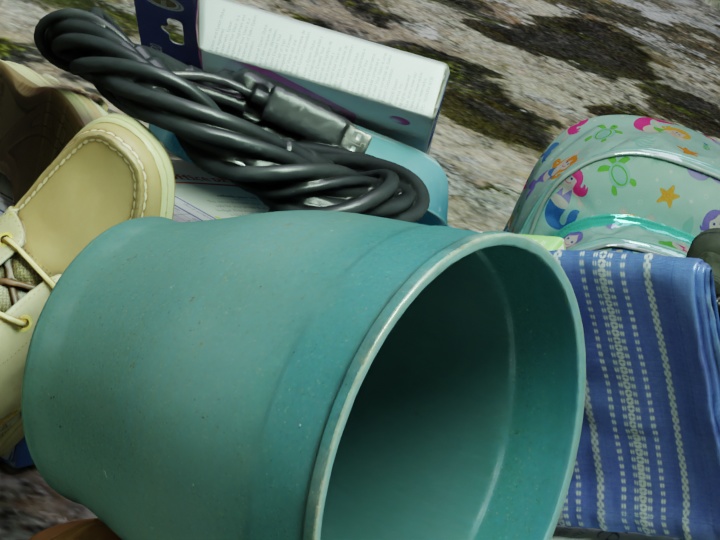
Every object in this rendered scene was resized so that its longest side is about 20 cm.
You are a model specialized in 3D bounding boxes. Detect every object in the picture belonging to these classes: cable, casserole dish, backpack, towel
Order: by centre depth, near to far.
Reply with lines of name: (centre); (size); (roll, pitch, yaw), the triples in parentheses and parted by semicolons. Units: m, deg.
towel: (0.076, 0.057, 1.088); (0.200, 0.145, 0.024); (2, 28, 30)
cable: (-0.066, -0.066, 1.148); (0.200, 0.051, 0.163); (26, 11, -14)
casserole dish: (-0.029, -0.067, 1.464); (0.200, 0.039, 0.121); (21, -11, -5)
backpack: (0.168, 0.010, 1.501); (0.177, 0.200, 0.151); (20, 17, -6)

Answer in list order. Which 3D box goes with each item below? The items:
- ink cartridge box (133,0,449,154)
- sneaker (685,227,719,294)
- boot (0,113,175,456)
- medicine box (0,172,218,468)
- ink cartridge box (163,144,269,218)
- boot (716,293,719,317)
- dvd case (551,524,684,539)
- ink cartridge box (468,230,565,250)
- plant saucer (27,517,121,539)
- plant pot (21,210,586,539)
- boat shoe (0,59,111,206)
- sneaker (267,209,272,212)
ink cartridge box: (-0.050, -0.111, 1.494); (0.200, 0.043, 0.196); (16, -12, 2)
sneaker: (0.209, 0.078, 1.389); (0.066, 0.200, 0.090); (4, 19, 32)
boot: (-0.175, 0.021, 1.068); (0.073, 0.200, 0.155); (45, 24, 14)
medicine box: (-0.171, 0.006, 1.273); (0.182, 0.103, 0.200); (30, 19, 26)
ink cartridge box: (-0.078, -0.008, 1.490); (0.115, 0.068, 0.200); (3, 25, -48)
boot: (0.102, 0.062, 1.307); (0.211, 0.158, 0.079); (9, 39, -38)
dvd case: (0.060, 0.122, 1.154); (0.143, 0.018, 0.200); (-27, 30, -25)
ink cartridge box: (0.007, 0.041, 1.183); (0.200, 0.117, 0.067); (4, 31, 31)
plant saucer: (-0.059, 0.160, 1.055); (0.200, 0.032, 0.200); (19, 17, -6)
plant pot: (-0.034, 0.061, 1.035); (0.188, 0.200, 0.200); (16, 11, 33)
boat shoe: (-0.140, -0.059, 1.210); (0.064, 0.071, 0.200); (10, 19, -30)
sneaker: (0.002, -0.003, 1.348); (0.104, 0.060, 0.200); (37, -1, -10)
